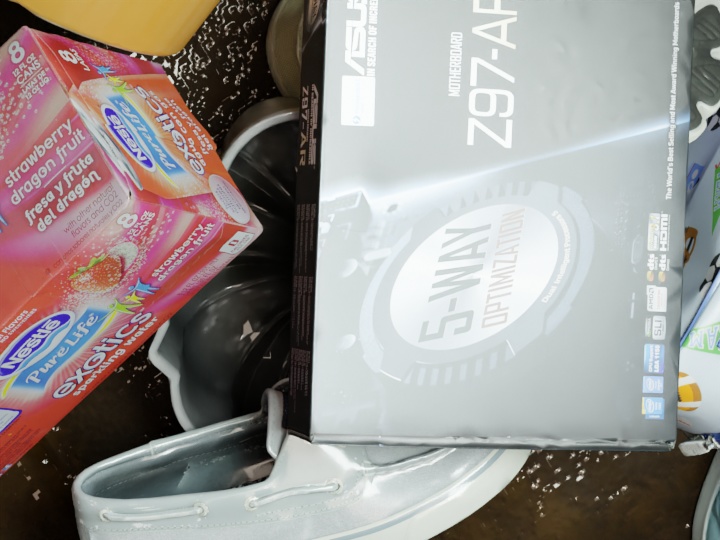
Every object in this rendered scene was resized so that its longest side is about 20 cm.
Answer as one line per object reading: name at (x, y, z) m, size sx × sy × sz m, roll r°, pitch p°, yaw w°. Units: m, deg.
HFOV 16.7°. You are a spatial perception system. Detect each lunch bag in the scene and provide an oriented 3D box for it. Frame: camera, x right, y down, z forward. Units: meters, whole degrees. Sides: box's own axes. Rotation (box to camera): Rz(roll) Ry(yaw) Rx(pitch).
lunch bag at (0.175, -0.015, 1.112) m, size 0.075 × 0.160 × 0.201 m, roll 28°, pitch 87°, yaw -15°

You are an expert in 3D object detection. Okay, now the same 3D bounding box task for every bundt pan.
bundt pan at (0.000, 0.000, 1.094) m, size 0.200 × 0.076 × 0.203 m, roll -4°, pitch 114°, yaw -9°

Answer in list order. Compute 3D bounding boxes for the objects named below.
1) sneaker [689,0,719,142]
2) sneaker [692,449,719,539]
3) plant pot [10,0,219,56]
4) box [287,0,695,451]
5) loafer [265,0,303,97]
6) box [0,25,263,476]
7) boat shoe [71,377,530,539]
sneaker at (0.144, -0.123, 1.127) m, size 0.081 × 0.083 × 0.200 m, roll 43°, pitch 60°, yaw -6°
sneaker at (0.218, 0.063, 1.171) m, size 0.073 × 0.082 × 0.202 m, roll 10°, pitch 93°, yaw -16°
plant pot at (-0.092, -0.198, 1.020) m, size 0.199 × 0.200 × 0.184 m, roll 22°, pitch 105°, yaw -15°
box at (0.054, -0.028, 1.011) m, size 0.159 × 0.044 × 0.202 m, roll 3°, pitch 90°, yaw -15°
loafer at (0.047, -0.137, 1.114) m, size 0.199 × 0.068 × 0.076 m, roll -32°, pitch 102°, yaw -10°
box at (-0.152, 0.004, 1.007) m, size 0.200 × 0.099 × 0.096 m, roll -42°, pitch 66°, yaw 20°
boat shoe at (-0.027, 0.084, 1.044) m, size 0.199 × 0.070 × 0.072 m, roll -18°, pitch 121°, yaw 0°
